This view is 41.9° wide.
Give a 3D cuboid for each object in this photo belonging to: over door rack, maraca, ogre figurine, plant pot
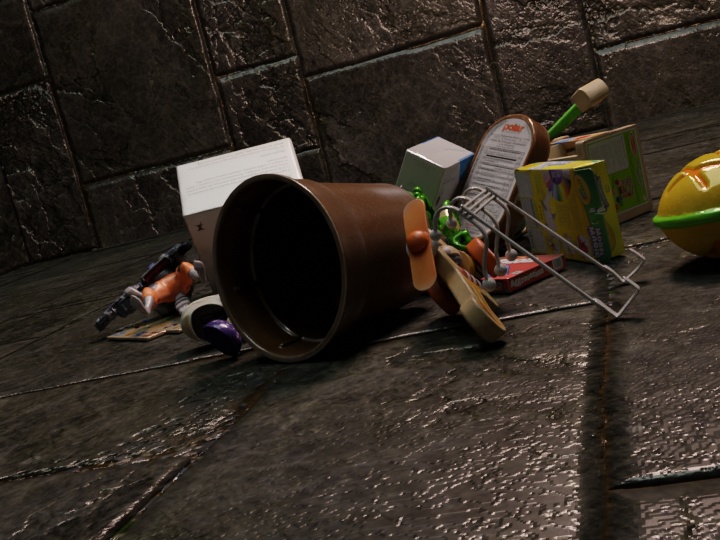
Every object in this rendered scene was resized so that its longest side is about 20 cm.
[{"bbox_3d":[0.172,-0.013,0.920,0.199,0.067,0.148,25,20,11],"label":"over door rack"},{"bbox_3d":[0.390,-0.074,0.964,0.199,0.108,0.137,-19,9,-28],"label":"maraca"},{"bbox_3d":[0.058,-0.044,1.225,0.119,0.099,0.200,-26,-6,22],"label":"ogre figurine"},{"bbox_3d":[-0.030,-0.016,1.064,0.199,0.202,0.198,-7,4,40],"label":"plant pot"}]

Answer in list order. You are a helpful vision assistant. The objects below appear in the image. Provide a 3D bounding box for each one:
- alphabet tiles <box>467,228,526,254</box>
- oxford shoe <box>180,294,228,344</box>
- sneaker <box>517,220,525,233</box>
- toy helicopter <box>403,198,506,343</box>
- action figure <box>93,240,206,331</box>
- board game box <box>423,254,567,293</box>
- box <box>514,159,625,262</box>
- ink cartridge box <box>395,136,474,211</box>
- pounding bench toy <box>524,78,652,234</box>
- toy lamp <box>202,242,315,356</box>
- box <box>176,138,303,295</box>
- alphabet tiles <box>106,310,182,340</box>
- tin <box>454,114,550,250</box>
[{"bbox_3d":[0.157,-0.035,1.431,0.166,0.008,0.200,-9,11,31],"label":"alphabet tiles"},{"bbox_3d":[-0.133,0.045,1.193,0.199,0.076,0.058,-20,11,-4],"label":"oxford shoe"},{"bbox_3d":[0.156,-0.117,1.449,0.199,0.141,0.078,-6,12,40],"label":"sneaker"},{"bbox_3d":[0.095,0.007,0.932,0.079,0.132,0.200,-42,24,9],"label":"toy helicopter"},{"bbox_3d":[-0.314,0.049,1.466,0.200,0.105,0.193,-44,7,-8],"label":"action figure"},{"bbox_3d":[0.145,0.005,1.158,0.102,0.020,0.199,-19,10,-36],"label":"board game box"},{"bbox_3d":[0.258,-0.075,1.153,0.048,0.118,0.200,-17,10,-10],"label":"box"},{"bbox_3d":[0.089,-0.083,1.378,0.068,0.201,0.116,27,28,19],"label":"ink cartridge box"},{"bbox_3d":[0.306,-0.165,1.362,0.124,0.202,0.155,-21,11,-34],"label":"pounding bench toy"},{"bbox_3d":[-0.111,0.016,1.141,0.058,0.058,0.200,-4,41,48],"label":"toy lamp"},{"bbox_3d":[-0.180,-0.085,1.554,0.197,0.201,0.131,-14,47,-3],"label":"box"},{"bbox_3d":[-0.290,0.077,1.451,0.166,0.006,0.199,-21,11,-39],"label":"alphabet tiles"},{"bbox_3d":[0.197,-0.125,1.327,0.042,0.201,0.112,25,-3,-43],"label":"tin"}]
